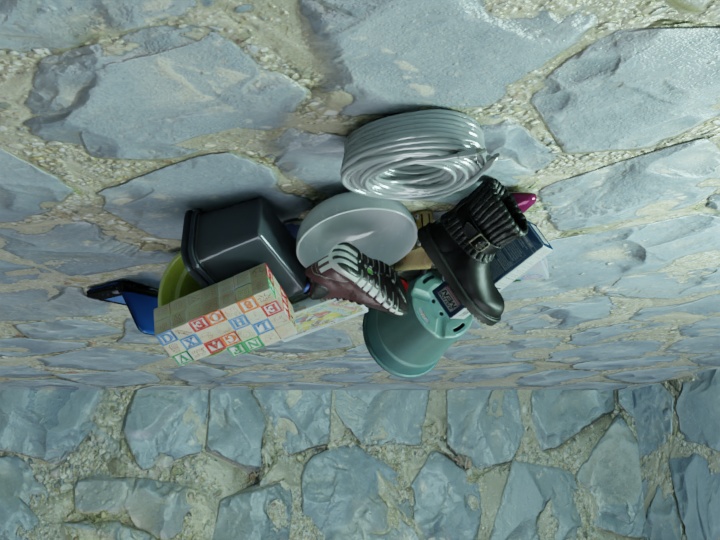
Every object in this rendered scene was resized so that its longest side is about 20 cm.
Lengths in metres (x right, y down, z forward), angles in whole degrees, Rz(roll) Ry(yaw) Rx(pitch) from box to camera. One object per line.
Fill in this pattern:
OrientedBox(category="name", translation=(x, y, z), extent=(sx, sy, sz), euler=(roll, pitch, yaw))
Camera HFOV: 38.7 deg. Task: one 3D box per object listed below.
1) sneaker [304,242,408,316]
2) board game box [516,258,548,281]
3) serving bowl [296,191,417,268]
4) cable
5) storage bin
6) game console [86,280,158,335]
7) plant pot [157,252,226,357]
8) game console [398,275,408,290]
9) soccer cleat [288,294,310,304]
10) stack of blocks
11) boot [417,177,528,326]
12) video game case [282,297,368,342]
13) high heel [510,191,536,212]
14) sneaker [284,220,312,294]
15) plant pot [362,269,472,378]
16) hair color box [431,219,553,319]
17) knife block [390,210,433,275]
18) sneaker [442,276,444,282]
OrientedBox(category="sneaker", translation=(-0.015, 0.027, 1.678), extent=(0.114, 0.077, 0.199), euler=(-23, 138, 30))
OrientedBox(category="board game box", translation=(0.259, -0.015, 1.999), extent=(0.196, 0.042, 0.200), euler=(-7, 165, 15))
OrientedBox(category="serving bowl", translation=(-0.010, -0.069, 1.642), extent=(0.197, 0.067, 0.201), euler=(-8, 151, -4))
OrientedBox(category="cable", translation=(0.071, -0.151, 1.374), extent=(0.196, 0.070, 0.200), euler=(1, 166, -10))
OrientedBox(category="storage bin", translation=(-0.178, -0.029, 1.659), extent=(0.133, 0.147, 0.201), euler=(-18, 137, 18))
OrientedBox(category="game console", translation=(-0.447, 0.097, 2.141), extent=(0.169, 0.120, 0.199), euler=(-12, 163, 32))
OrientedBox(category="plant pot", translation=(-0.245, 0.058, 1.913), extent=(0.197, 0.204, 0.184), euler=(-9, 173, 24))
OrientedBox(category="game console", translation=(0.000, 0.000, 1.821), extent=(0.175, 0.031, 0.200), euler=(25, 175, 0))
OrientedBox(category="soccer cleat", translation=(-0.076, 0.020, 1.933), extent=(0.197, 0.070, 0.078), euler=(-4, 145, -29))
OrientedBox(category="stack of blocks", translation=(-0.214, 0.080, 1.627), extent=(0.197, 0.059, 0.116), euler=(-21, 135, 7))
OrientedBox(category="boot", translation=(0.205, -0.025, 1.606), extent=(0.157, 0.080, 0.212), euler=(-32, 110, 22))
OrientedBox(category="video game case", translation=(-0.085, 0.082, 1.917), extent=(0.179, 0.023, 0.200), euler=(-20, 165, 5))
OrientedBox(category="high heel", translation=(0.219, -0.065, 1.684), extent=(0.067, 0.098, 0.199), euler=(6, 164, -32))
OrientedBox(category="sneaker", translation=(-0.134, -0.006, 1.803), extent=(0.079, 0.117, 0.199), euler=(4, 164, -22))
OrientedBox(category="plant pot", translation=(0.132, 0.103, 2.170), extent=(0.197, 0.203, 0.196), euler=(4, 157, -25))
OrientedBox(category="hair color box", translation=(0.223, 0.000, 1.732), extent=(0.199, 0.061, 0.100), euler=(-39, 165, 14))
OrientedBox(category="knife block", translation=(0.104, -0.040, 1.826), extent=(0.174, 0.065, 0.198), euler=(10, 161, -43))
OrientedBox(category="sneaker", translation=(0.208, -0.037, 1.840), extent=(0.081, 0.075, 0.199), euler=(27, 133, -34))
